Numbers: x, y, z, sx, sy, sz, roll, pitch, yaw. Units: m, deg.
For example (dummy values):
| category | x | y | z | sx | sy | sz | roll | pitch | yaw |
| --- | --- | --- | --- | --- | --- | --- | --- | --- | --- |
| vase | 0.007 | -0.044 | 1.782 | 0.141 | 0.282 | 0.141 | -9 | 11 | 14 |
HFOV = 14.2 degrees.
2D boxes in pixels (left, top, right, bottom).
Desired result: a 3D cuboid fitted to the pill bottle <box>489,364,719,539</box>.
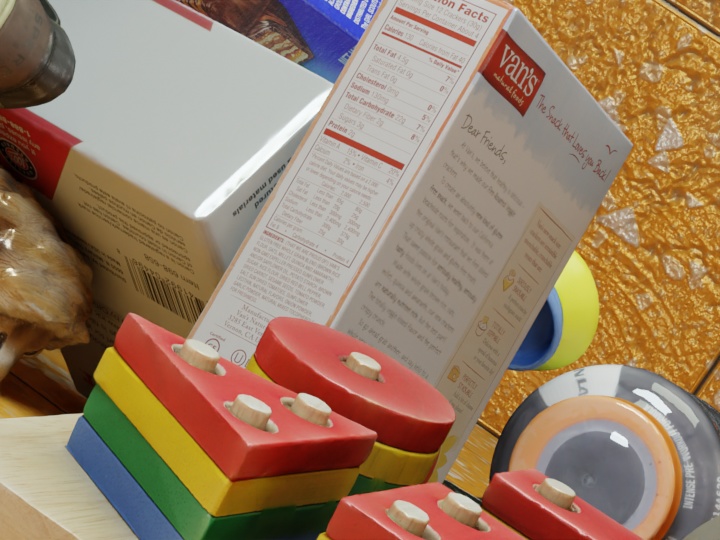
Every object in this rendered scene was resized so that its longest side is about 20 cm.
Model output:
| category | x | y | z | sx | sy | sz | roll | pitch | yaw |
| --- | --- | --- | --- | --- | --- | --- | --- | --- | --- |
| pill bottle | 0.116 | 0.097 | 1.279 | 0.106 | 0.106 | 0.200 | 35 | 2 | 15 |

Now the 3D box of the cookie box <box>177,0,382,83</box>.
| category | x | y | z | sx | sy | sz | roll | pitch | yaw |
| --- | --- | --- | --- | --- | --- | --- | --- | --- | --- |
| cookie box | -0.100 | -0.129 | 1.196 | 0.200 | 0.075 | 0.171 | 35 | -39 | -18 |

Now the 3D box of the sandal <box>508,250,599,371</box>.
| category | x | y | z | sx | sy | sz | roll | pitch | yaw |
| --- | --- | --- | --- | --- | --- | --- | --- | --- | --- |
| sandal | 0.000 | 0.000 | 1.258 | 0.199 | 0.080 | 0.087 | 14 | 21 | 24 |

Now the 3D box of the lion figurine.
| category | x | y | z | sx | sy | sz | roll | pitch | yaw |
| --- | --- | --- | --- | --- | --- | --- | --- | --- | --- |
| lion figurine | -0.195 | -0.034 | 1.129 | 0.200 | 0.073 | 0.122 | 33 | -2 | 34 |

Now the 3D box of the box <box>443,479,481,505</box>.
| category | x | y | z | sx | sy | sz | roll | pitch | yaw |
| --- | --- | --- | --- | --- | --- | --- | --- | --- | --- |
| box | 0.053 | 0.143 | 1.364 | 0.159 | 0.049 | 0.200 | 31 | 3 | -31 |

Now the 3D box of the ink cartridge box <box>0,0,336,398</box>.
| category | x | y | z | sx | sy | sz | roll | pitch | yaw |
| --- | --- | --- | --- | --- | --- | --- | --- | --- | --- |
| ink cartridge box | -0.066 | -0.007 | 1.159 | 0.144 | 0.084 | 0.200 | 30 | -29 | 33 |

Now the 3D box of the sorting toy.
| category | x | y | z | sx | sy | sz | roll | pitch | yaw |
| --- | --- | --- | --- | --- | --- | --- | --- | --- | --- |
| sorting toy | 0.000 | 0.080 | 0.876 | 0.199 | 0.070 | 0.200 | 33 | 13 | 22 |

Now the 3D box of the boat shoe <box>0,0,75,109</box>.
| category | x | y | z | sx | sy | sz | roll | pitch | yaw |
| --- | --- | --- | --- | --- | --- | --- | --- | --- | --- |
| boat shoe | -0.168 | -0.092 | 1.083 | 0.065 | 0.073 | 0.200 | 43 | -7 | -29 |

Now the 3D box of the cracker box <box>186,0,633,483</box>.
| category | x | y | z | sx | sy | sz | roll | pitch | yaw |
| --- | --- | --- | --- | --- | --- | --- | --- | --- | --- |
| cracker box | 0.014 | 0.003 | 1.089 | 0.058 | 0.200 | 0.134 | 27 | -7 | 31 |

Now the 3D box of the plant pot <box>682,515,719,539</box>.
| category | x | y | z | sx | sy | sz | roll | pitch | yaw |
| --- | --- | --- | --- | --- | --- | --- | --- | --- | --- |
| plant pot | 0.193 | 0.170 | 1.071 | 0.200 | 0.200 | 0.173 | 33 | -8 | -39 |
